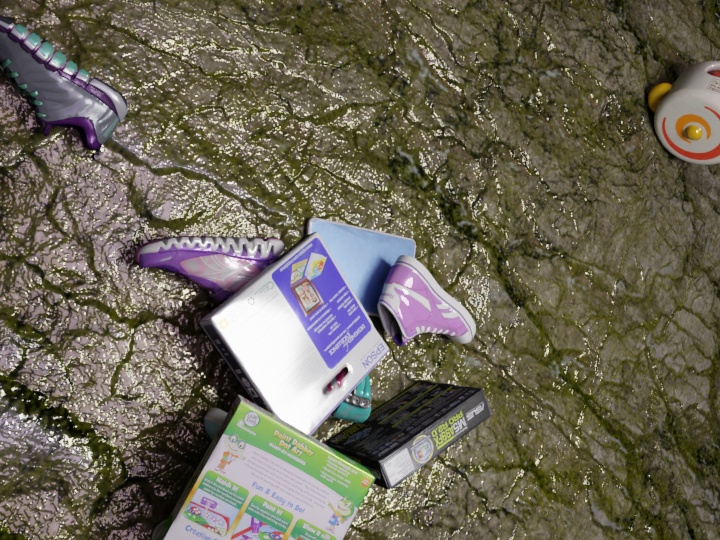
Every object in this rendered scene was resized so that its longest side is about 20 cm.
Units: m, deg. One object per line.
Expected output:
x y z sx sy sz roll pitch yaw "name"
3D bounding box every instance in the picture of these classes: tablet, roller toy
0.000 0.000 1.018 0.196 0.014 0.133 10 82 -31 "tablet"
0.712 -0.322 1.370 0.140 0.181 0.201 -46 110 -23 "roller toy"

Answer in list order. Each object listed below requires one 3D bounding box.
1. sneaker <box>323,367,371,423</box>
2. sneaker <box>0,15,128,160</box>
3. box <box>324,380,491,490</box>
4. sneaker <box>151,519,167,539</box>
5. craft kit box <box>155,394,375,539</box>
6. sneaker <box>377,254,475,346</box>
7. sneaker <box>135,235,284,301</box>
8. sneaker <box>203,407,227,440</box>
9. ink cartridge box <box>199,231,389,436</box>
-0.048 0.193 0.932 0.120 0.083 0.202 37 58 -18 "sneaker"
-0.375 -0.214 0.770 0.198 0.074 0.089 31 77 -27 "sneaker"
0.068 0.230 0.961 0.198 0.159 0.045 -27 99 -30 "box"
-0.165 0.360 0.856 0.196 0.081 0.077 6 85 -30 "sneaker"
-0.112 0.287 0.795 0.198 0.048 0.200 33 84 -14 "craft kit box"
0.096 0.082 1.031 0.200 0.072 0.116 42 64 -28 "sneaker"
-0.192 -0.001 0.868 0.196 0.080 0.091 1 94 -32 "sneaker"
-0.148 0.270 0.848 0.200 0.074 0.082 47 56 9 "sneaker"
-0.078 0.087 0.873 0.198 0.043 0.202 -41 105 -33 "ink cartridge box"
